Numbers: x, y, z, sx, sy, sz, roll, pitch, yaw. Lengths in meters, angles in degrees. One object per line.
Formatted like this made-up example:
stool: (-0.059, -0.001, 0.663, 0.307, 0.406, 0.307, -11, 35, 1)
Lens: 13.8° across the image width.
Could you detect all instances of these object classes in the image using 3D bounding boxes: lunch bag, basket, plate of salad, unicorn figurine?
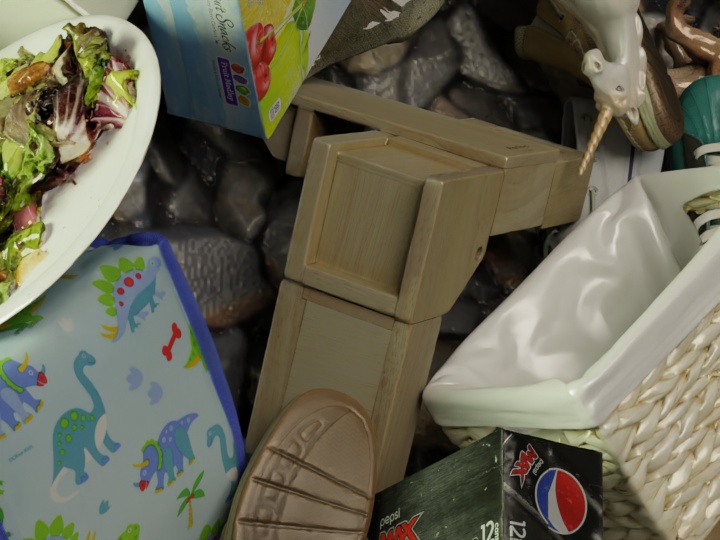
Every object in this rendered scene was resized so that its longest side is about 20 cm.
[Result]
lunch bag: (-0.148, 0.103, 1.478, 0.170, 0.127, 0.201, -42, 121, -35)
basket: (0.155, 0.051, 1.574, 0.200, 0.135, 0.124, -45, 113, -30)
plate of salad: (-0.181, -0.049, 1.452, 0.048, 0.200, 0.201, 43, 52, -36)
unicorn figurine: (0.119, -0.171, 1.668, 0.074, 0.138, 0.200, -16, 37, -3)

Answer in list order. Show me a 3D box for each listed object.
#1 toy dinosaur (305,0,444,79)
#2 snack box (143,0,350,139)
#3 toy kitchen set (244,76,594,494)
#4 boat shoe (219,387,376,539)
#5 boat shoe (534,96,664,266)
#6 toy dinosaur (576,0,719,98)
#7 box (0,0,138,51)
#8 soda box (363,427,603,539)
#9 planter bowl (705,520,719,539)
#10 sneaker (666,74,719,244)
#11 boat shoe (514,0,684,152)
toy dinosaur: (0.012, -0.171, 1.690, 0.102, 0.077, 0.200, 17, 36, 9)
snack box: (-0.043, -0.200, 1.566, 0.067, 0.169, 0.200, 15, 56, 19)
toy kitchen set: (0.000, 0.000, 1.644, 0.163, 0.181, 0.200, 19, 14, 25)
boat shoe: (-0.049, 0.156, 1.518, 0.071, 0.064, 0.201, 23, 75, -17)
boat shoe: (0.130, -0.013, 1.721, 0.066, 0.074, 0.201, 15, 51, -6)
toy dinosaur: (0.237, -0.098, 1.803, 0.199, 0.086, 0.136, -5, 78, -24)
box: (-0.153, -0.197, 1.600, 0.109, 0.128, 0.200, 35, 57, -11)
soda box: (0.041, 0.144, 1.512, 0.063, 0.200, 0.071, 15, 62, -29)
planter bowl: (0.280, 0.134, 1.673, 0.200, 0.200, 0.135, 38, 29, -9)
sneaker: (0.218, -0.017, 1.722, 0.071, 0.080, 0.201, -7, 86, 2)
boat shoe: (0.127, -0.141, 1.754, 0.072, 0.076, 0.200, 53, 14, -51)
